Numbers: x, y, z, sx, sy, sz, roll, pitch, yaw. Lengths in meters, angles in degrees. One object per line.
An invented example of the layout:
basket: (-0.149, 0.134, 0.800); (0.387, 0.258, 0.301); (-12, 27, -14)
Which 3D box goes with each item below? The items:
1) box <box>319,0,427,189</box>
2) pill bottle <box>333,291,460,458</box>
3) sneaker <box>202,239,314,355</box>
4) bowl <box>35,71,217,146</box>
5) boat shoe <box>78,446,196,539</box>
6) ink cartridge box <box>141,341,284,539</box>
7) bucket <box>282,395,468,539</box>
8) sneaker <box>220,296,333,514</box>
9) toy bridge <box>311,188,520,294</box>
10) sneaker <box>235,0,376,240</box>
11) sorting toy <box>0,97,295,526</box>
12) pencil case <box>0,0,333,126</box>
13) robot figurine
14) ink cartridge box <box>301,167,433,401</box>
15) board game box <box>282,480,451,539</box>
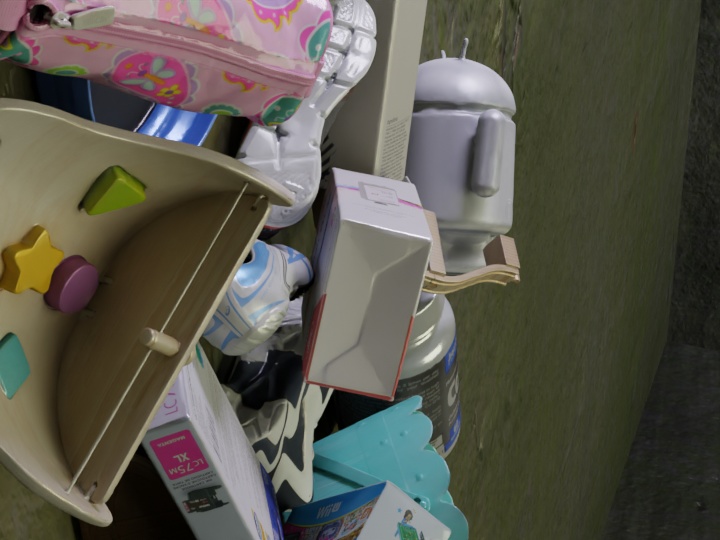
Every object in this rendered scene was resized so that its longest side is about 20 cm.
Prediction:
box: (0.004, -0.163, 1.252); (0.082, 0.068, 0.202); (-33, 132, -67)
pill bottle: (0.028, 0.076, 1.419); (0.201, 0.113, 0.114); (84, 25, -47)
sneaker: (-0.077, 0.002, 1.091); (0.073, 0.072, 0.200); (57, 6, -6)
bowl: (-0.120, -0.148, 0.920); (0.200, 0.039, 0.202); (12, 90, -73)
boat shoe: (-0.132, 0.163, 1.076); (0.200, 0.072, 0.072); (64, 10, -48)
ink cartridge box: (-0.094, 0.122, 1.034); (0.120, 0.042, 0.201); (-106, 173, -50)
bucket: (0.018, 0.213, 1.324); (0.207, 0.134, 0.209); (161, -90, -88)
sneaker: (-0.060, 0.115, 1.233); (0.199, 0.079, 0.130); (-62, 163, -53)
toy bridge: (0.052, -0.015, 1.328); (0.027, 0.199, 0.068); (-43, -137, 40)
sneaker: (-0.051, -0.111, 1.154); (0.082, 0.077, 0.201); (129, -16, -64)
sorting toy: (-0.157, 0.001, 0.821); (0.201, 0.106, 0.180); (-60, 145, -4)
pencil case: (-0.106, -0.123, 0.790); (0.199, 0.087, 0.088); (8, 95, -46)
robot figurine: (0.078, -0.097, 1.433); (0.169, 0.112, 0.202); (0, -93, 63)
ink cartridge box: (0.000, 0.000, 1.164); (0.200, 0.067, 0.117); (-98, -159, -75)
board game box: (-0.038, 0.249, 1.102); (0.147, 0.064, 0.201); (-28, -153, 58)
